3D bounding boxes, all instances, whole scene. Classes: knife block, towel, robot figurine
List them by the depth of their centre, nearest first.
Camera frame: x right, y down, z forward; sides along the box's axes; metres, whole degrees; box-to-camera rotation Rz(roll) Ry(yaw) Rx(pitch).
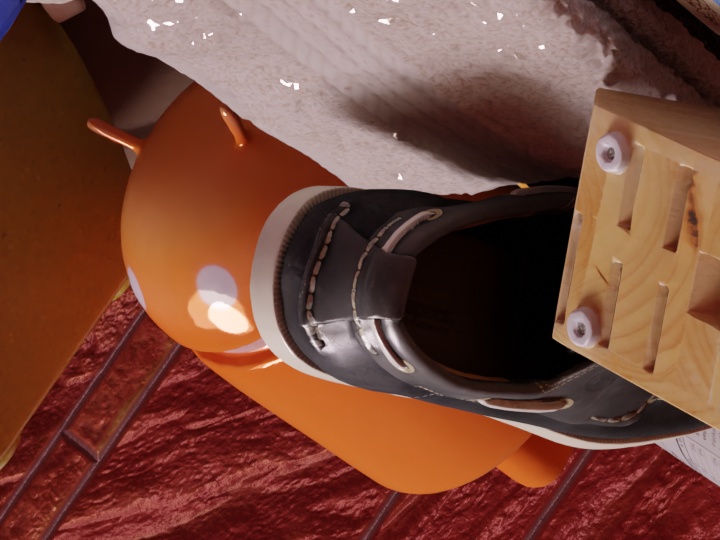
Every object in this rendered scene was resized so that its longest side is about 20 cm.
[{"bbox_3d":[0.171,0.011,0.660,0.175,0.064,0.200,-7,-156,-39],"label":"knife block"},{"bbox_3d":[0.009,-0.065,0.698,0.132,0.035,0.200,-1,159,37],"label":"towel"},{"bbox_3d":[-0.001,0.000,0.918,0.200,0.117,0.144,37,-159,-33],"label":"robot figurine"}]

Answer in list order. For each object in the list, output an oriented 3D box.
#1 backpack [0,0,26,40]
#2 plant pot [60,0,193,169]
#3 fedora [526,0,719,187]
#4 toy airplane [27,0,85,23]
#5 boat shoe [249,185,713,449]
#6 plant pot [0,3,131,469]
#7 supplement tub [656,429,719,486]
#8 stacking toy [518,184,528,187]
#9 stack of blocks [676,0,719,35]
[{"bbox_3d":[-0.109,-0.142,0.585,0.167,0.201,0.163,16,164,22],"label":"backpack"},{"bbox_3d":[-0.105,-0.148,1.017,0.200,0.201,0.175,35,169,-1],"label":"plant pot"},{"bbox_3d":[0.065,-0.085,0.874,0.200,0.092,0.201,36,178,2],"label":"fedora"},{"bbox_3d":[-0.152,-0.165,0.821,0.200,0.141,0.199,47,171,-2],"label":"toy airplane"},{"bbox_3d":[0.068,0.013,0.756,0.199,0.072,0.067,6,174,-35],"label":"boat shoe"},{"bbox_3d":[-0.195,-0.016,0.955,0.200,0.196,0.194,40,152,-11],"label":"plant pot"},{"bbox_3d":[0.209,0.051,1.154,0.132,0.132,0.200,37,179,-44],"label":"supplement tub"},{"bbox_3d":[0.110,-0.055,1.004,0.199,0.110,0.116,19,165,43],"label":"stacking toy"},{"bbox_3d":[0.137,-0.062,0.584,0.115,0.059,0.200,37,178,-22],"label":"stack of blocks"}]
